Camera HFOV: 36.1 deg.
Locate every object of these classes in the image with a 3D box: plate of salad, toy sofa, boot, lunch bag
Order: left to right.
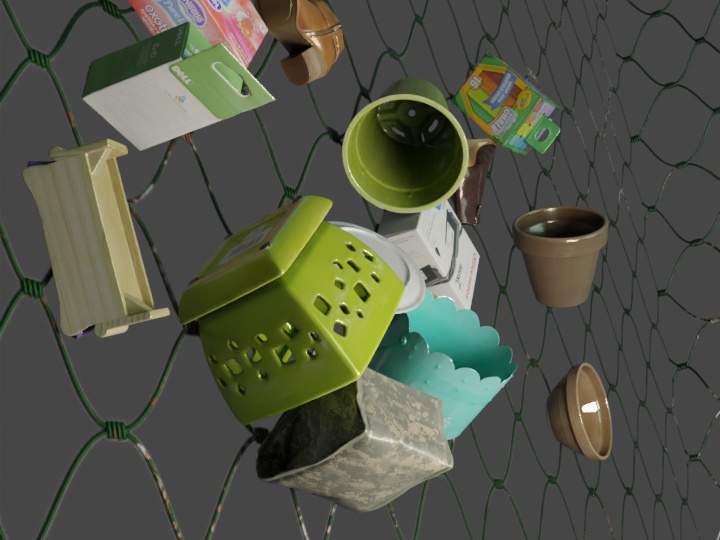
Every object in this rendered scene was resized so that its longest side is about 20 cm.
[{"bbox_3d":[-0.277,-0.032,1.163,0.083,0.097,0.202,-16,91,-86],"label":"toy sofa"},{"bbox_3d":[-0.083,-0.392,1.669,0.201,0.076,0.155,67,31,-20],"label":"boot"},{"bbox_3d":[-0.013,0.219,1.365,0.163,0.200,0.118,27,40,-38],"label":"lunch bag"},{"bbox_3d":[0.000,0.000,1.593,0.199,0.048,0.201,19,34,-13],"label":"plate of salad"},{"bbox_3d":[0.216,-0.173,2.149,0.200,0.072,0.168,-12,99,-63],"label":"boot"}]

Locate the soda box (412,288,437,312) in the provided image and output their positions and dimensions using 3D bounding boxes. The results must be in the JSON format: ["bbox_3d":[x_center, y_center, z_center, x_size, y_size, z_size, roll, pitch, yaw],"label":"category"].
[{"bbox_3d":[0.064,0.052,1.739,0.200,0.067,0.064,38,46,-49],"label":"soda box"}]

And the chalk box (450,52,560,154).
[{"bbox_3d":[0.305,-0.317,2.198,0.200,0.125,0.124,44,18,25],"label":"chalk box"}]

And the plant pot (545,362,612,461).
[{"bbox_3d":[0.445,0.297,2.290,0.201,0.092,0.202,34,49,-52],"label":"plant pot"}]

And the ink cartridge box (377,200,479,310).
[{"bbox_3d":[0.117,-0.037,1.860,0.200,0.084,0.145,56,34,-33],"label":"ink cartridge box"}]

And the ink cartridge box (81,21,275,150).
[{"bbox_3d":[-0.202,-0.212,1.241,0.104,0.199,0.060,45,40,-44],"label":"ink cartridge box"}]

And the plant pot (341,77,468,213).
[{"bbox_3d":[0.079,-0.224,1.802,0.201,0.199,0.190,62,19,-23],"label":"plant pot"}]

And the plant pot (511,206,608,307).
[{"bbox_3d":[0.424,-0.023,2.330,0.200,0.199,0.176,-48,136,-57],"label":"plant pot"}]

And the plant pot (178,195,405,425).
[{"bbox_3d":[-0.090,0.037,1.335,0.182,0.199,0.199,55,33,-17],"label":"plant pot"}]

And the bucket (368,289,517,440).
[{"bbox_3d":[0.112,0.140,1.636,0.206,0.135,0.208,29,23,-14],"label":"bucket"}]

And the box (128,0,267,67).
[{"bbox_3d":[-0.216,-0.343,1.387,0.201,0.094,0.103,57,34,-31],"label":"box"}]
